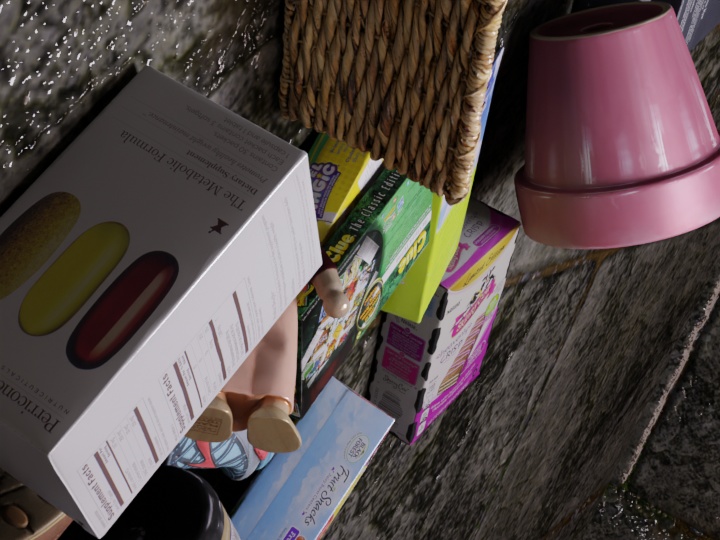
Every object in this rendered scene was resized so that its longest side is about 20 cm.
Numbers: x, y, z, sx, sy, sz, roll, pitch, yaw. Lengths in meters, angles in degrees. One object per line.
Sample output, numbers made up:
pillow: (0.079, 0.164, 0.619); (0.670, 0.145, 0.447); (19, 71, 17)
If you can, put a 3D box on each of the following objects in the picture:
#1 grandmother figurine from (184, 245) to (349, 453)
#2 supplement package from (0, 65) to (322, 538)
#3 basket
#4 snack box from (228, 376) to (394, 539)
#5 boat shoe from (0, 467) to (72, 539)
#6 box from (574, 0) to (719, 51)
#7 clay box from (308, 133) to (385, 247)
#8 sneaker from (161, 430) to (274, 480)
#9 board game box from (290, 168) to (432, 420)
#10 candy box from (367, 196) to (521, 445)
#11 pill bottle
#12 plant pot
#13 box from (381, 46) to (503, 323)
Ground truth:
grandmother figurine: (-0.067, 0.005, 0.809); (0.061, 0.120, 0.201); (125, -24, -53)
supplement package: (-0.123, 0.015, 0.707); (0.200, 0.113, 0.110); (-52, 159, -24)
basket: (0.049, -0.168, 0.828); (0.143, 0.148, 0.201); (-43, 152, -38)
snack box: (-0.056, 0.181, 1.055); (0.169, 0.067, 0.200); (-55, 179, -16)
boat shoe: (-0.217, 0.152, 0.734); (0.200, 0.072, 0.068); (-41, 157, -29)
box: (0.300, -0.313, 1.288); (0.182, 0.104, 0.201); (-40, 151, -42)
clay box: (-0.036, -0.001, 0.949); (0.201, 0.047, 0.115); (-61, 160, -22)
sneaker: (-0.120, 0.092, 0.897); (0.095, 0.079, 0.200); (-37, 148, -13)
board game box: (0.000, 0.000, 0.941); (0.200, 0.023, 0.105); (-53, 154, -40)
candy box: (0.076, 0.048, 1.283); (0.136, 0.061, 0.201); (-40, 150, -43)
pill bottle: (-0.109, 0.230, 0.873); (0.112, 0.111, 0.201); (-47, 133, -31)
plant pot: (0.228, -0.137, 1.213); (0.200, 0.199, 0.180); (-35, 119, -49)
box: (0.061, -0.072, 1.081); (0.122, 0.047, 0.201); (-60, 164, -48)
